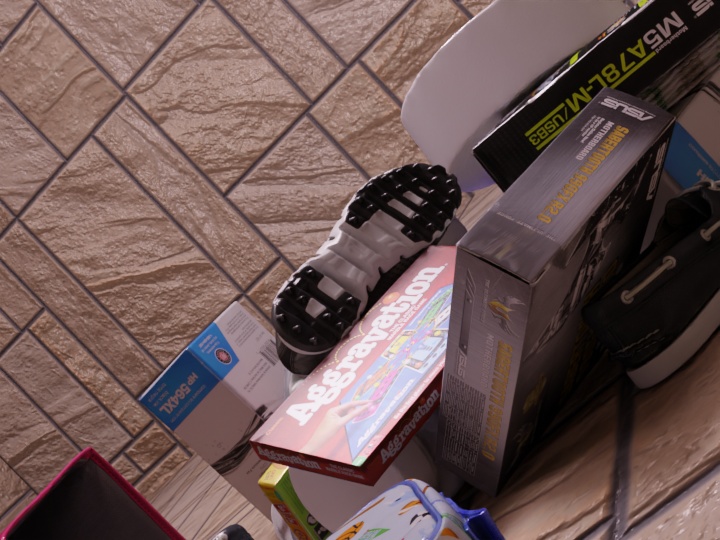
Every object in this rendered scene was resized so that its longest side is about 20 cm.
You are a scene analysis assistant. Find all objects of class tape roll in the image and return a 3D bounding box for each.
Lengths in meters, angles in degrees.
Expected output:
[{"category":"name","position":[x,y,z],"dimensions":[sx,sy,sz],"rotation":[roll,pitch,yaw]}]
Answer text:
[{"category":"tape roll","position":[0.134,-0.152,0.995],"dimensions":[0.202,0.071,0.203],"rotation":[-33,-16,-11]}]

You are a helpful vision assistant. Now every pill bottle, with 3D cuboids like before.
[{"category":"pill bottle","position":[0.041,0.092,0.848],"dimensions":[0.114,0.114,0.200],"rotation":[-41,4,44]}]

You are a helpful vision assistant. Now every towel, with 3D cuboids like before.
[{"category":"towel","position":[0.204,-0.129,0.895],"dimensions":[0.200,0.031,0.149],"rotation":[-42,4,13]}]

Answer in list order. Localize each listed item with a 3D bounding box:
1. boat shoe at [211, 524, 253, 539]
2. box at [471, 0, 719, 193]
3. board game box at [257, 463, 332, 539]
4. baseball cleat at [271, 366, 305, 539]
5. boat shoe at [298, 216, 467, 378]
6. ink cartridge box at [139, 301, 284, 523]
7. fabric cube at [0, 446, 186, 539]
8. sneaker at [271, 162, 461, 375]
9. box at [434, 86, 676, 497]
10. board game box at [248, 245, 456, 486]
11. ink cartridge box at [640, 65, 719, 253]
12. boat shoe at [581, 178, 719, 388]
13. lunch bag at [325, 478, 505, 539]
[{"category":"boat shoe","position":[-0.154,0.287,0.975],"dimensions":[0.200,0.060,0.076],"rotation":[-39,-26,-7]},{"category":"box","position":[0.168,-0.136,0.805],"dimensions":[0.193,0.048,0.200],"rotation":[-37,2,17]},{"category":"board game box","position":[0.009,0.122,0.931],"dimensions":[0.030,0.096,0.200],"rotation":[0,39,47]},{"category":"baseball cleat","position":[-0.045,0.145,1.012],"dimensions":[0.106,0.070,0.200],"rotation":[130,149,-48]},{"category":"boat shoe","position":[0.026,0.028,1.000],"dimensions":[0.200,0.070,0.071],"rotation":[-46,2,-30]},{"category":"ink cartridge box","position":[-0.096,0.144,1.201],"dimensions":[0.084,0.200,0.146],"rotation":[-45,2,20]},{"category":"fabric cube","position":[-0.206,0.276,0.818],"dimensions":[0.199,0.196,0.200],"rotation":[-43,3,8]},{"category":"sneaker","position":[0.000,0.000,0.880],"dimensions":[0.200,0.066,0.091],"rotation":[-48,-11,-32]},{"category":"box","position":[0.110,0.016,0.717],"dimensions":[0.158,0.048,0.200],"rotation":[-46,-27,-34]},{"category":"board game box","position":[0.027,0.052,0.772],"dimensions":[0.103,0.019,0.200],"rotation":[2,39,47]},{"category":"ink cartridge box","position":[0.226,-0.071,0.890],"dimensions":[0.200,0.086,0.146],"rotation":[-44,2,-39]},{"category":"boat shoe","position":[0.202,-0.019,0.714],"dimensions":[0.200,0.060,0.076],"rotation":[-46,3,-33]},{"category":"lunch bag","position":[0.004,0.173,0.582],"dimensions":[0.160,0.076,0.200],"rotation":[-42,2,-4]}]
